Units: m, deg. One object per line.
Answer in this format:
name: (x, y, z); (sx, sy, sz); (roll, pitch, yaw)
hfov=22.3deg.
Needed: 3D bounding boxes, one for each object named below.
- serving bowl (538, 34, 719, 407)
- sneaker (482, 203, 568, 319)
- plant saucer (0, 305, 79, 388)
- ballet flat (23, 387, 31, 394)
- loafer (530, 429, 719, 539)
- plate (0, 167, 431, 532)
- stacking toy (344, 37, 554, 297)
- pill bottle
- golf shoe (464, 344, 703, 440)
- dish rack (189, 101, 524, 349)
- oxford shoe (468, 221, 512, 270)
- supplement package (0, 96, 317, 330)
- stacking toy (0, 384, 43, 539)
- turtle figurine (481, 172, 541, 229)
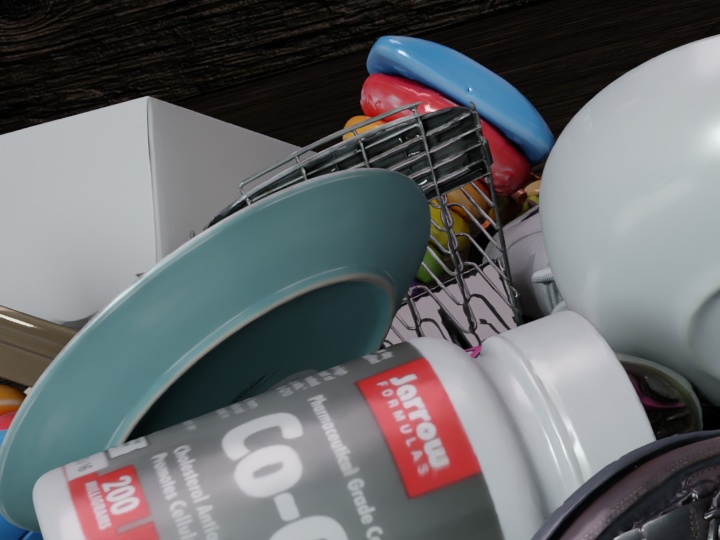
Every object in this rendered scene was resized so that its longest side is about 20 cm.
serving bowl: (0.169, -0.002, 0.714); (0.199, 0.200, 0.066); (-13, 48, 21)
sneaker: (0.113, 0.009, 0.931); (0.114, 0.076, 0.199); (-24, 16, -38)
plant saucer: (-0.132, 0.038, 0.800); (0.199, 0.030, 0.200); (19, -4, 1)
ballet flat: (-0.129, 0.072, 1.019); (0.199, 0.068, 0.068); (-24, 14, -30)
loafer: (0.128, 0.086, 0.584); (0.199, 0.072, 0.063); (-22, 17, -35)
plate: (-0.046, 0.041, 0.690); (0.200, 0.026, 0.201); (-34, -23, -17)
stacking toy: (0.014, -0.021, 1.030); (0.201, 0.116, 0.110); (-60, 1, -5)
pill bottle: (-0.001, 0.090, 0.629); (0.199, 0.115, 0.114); (-20, 12, -10)
golf shoe: (0.058, 0.061, 0.780); (0.199, 0.073, 0.092); (-9, 13, 35)
dish rack: (0.000, 0.000, 0.853); (0.153, 0.201, 0.055); (-26, 51, -7)
oxford shoe: (0.147, -0.018, 1.031); (0.071, 0.072, 0.199); (-20, 10, -33)
supplement package: (-0.110, -0.018, 1.099); (0.120, 0.121, 0.200); (-10, -12, 29)
stacking toy: (-0.200, 0.073, 0.776); (0.199, 0.117, 0.109); (31, 15, 27)
turtle figurine: (0.136, -0.042, 1.156); (0.160, 0.065, 0.200); (-1, 3, 26)
